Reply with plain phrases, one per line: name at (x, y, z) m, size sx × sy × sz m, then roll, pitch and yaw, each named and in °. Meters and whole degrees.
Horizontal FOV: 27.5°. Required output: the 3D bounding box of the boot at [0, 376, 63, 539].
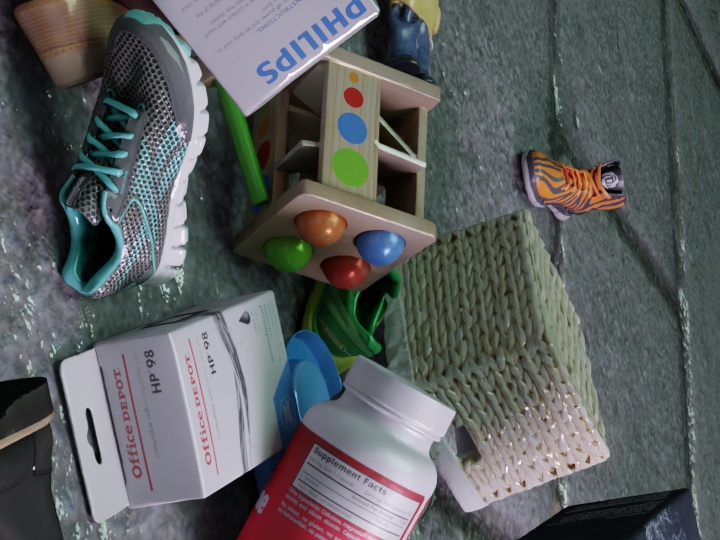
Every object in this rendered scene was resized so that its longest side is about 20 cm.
boot at (-0.216, 0.153, 0.801) m, size 0.200 × 0.076 × 0.140 m, roll -31°, pitch 113°, yaw -63°

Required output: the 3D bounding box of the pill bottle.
pill bottle at (-0.014, 0.170, 1.074) m, size 0.202 × 0.112 × 0.112 m, roll -61°, pitch 147°, yaw -2°

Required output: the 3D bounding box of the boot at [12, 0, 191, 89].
boot at (-0.182, -0.222, 1.020) m, size 0.200 × 0.071 × 0.169 m, roll -37°, pitch 112°, yaw -66°

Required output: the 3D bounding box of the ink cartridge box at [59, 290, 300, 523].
ink cartridge box at (-0.119, 0.092, 1.032) m, size 0.200 × 0.066 × 0.118 m, roll -24°, pitch 103°, yaw -65°

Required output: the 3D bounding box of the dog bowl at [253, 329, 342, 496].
dog bowl at (-0.046, 0.151, 1.185) m, size 0.111 × 0.049 × 0.203 m, roll -30°, pitch 108°, yaw -66°

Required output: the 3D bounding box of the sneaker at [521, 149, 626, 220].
sneaker at (0.287, -0.123, 1.940) m, size 0.199 × 0.111 × 0.079 m, roll 16°, pitch 65°, yaw -63°

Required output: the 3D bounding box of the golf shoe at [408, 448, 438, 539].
golf shoe at (0.021, 0.247, 1.294) m, size 0.097 × 0.078 × 0.203 m, roll 14°, pitch 61°, yaw -45°

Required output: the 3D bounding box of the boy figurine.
boy figurine at (0.046, -0.286, 1.546) m, size 0.124 × 0.064 × 0.203 m, roll 38°, pitch 47°, yaw -55°

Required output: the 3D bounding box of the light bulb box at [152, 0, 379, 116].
light bulb box at (-0.096, -0.252, 1.036) m, size 0.200 × 0.124 × 0.199 m, roll 50°, pitch 15°, yaw -26°

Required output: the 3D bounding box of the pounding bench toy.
pounding bench toy at (-0.051, -0.084, 1.180) m, size 0.198 × 0.124 × 0.158 m, roll 17°, pitch 61°, yaw -26°

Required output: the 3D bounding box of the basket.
basket at (0.127, 0.085, 1.410) m, size 0.202 × 0.159 × 0.199 m, roll -93°, pitch 158°, yaw -47°

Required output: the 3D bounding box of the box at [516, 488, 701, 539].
box at (0.198, 0.289, 1.123) m, size 0.199 × 0.116 × 0.200 m, roll -8°, pitch 85°, yaw -64°

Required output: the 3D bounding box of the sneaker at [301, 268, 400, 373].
sneaker at (0.000, 0.000, 1.307) m, size 0.074 × 0.083 × 0.202 m, roll 46°, pitch 40°, yaw -49°

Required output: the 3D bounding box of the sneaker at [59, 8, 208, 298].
sneaker at (-0.154, -0.067, 0.958) m, size 0.091 × 0.077 × 0.203 m, roll -34°, pitch 137°, yaw -51°
